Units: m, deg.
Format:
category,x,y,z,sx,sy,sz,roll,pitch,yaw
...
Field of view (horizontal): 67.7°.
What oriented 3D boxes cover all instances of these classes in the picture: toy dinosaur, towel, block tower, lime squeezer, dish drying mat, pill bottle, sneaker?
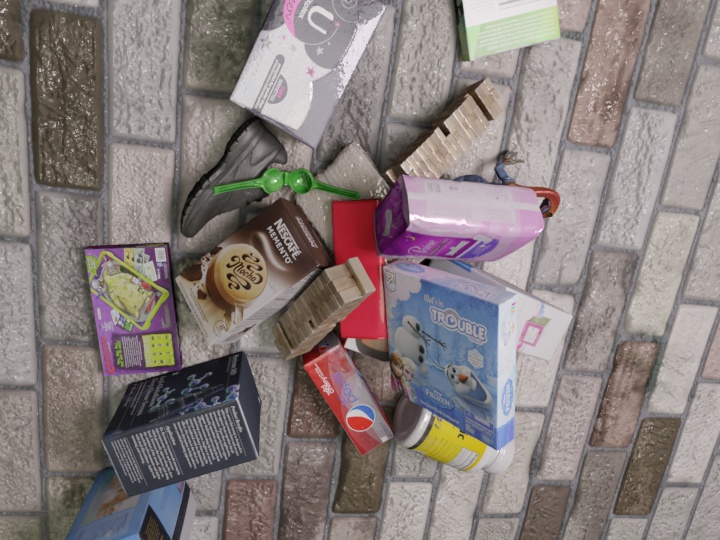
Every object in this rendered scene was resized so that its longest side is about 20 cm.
category,x,y,z,sx,sy,sz,roll,pitch,yaw
toy dinosaur,0.199,-0.096,0.798,0.178,0.200,0.107,7,123,24
towel,0.002,-0.070,0.788,0.132,0.034,0.201,-38,88,16
block tower,-0.061,0.060,0.770,0.200,0.057,0.055,-45,70,43
block tower,0.121,-0.187,0.768,0.200,0.058,0.054,-46,107,-12
lime squeezer,-0.104,-0.116,0.747,0.196,0.071,0.038,1,134,-15
dish drying mat,0.000,0.000,0.774,0.075,0.018,0.204,1,102,21
pill bottle,0.163,0.279,0.924,0.198,0.111,0.112,27,102,-17
sneaker,-0.182,-0.118,0.768,0.090,0.076,0.200,38,101,-26

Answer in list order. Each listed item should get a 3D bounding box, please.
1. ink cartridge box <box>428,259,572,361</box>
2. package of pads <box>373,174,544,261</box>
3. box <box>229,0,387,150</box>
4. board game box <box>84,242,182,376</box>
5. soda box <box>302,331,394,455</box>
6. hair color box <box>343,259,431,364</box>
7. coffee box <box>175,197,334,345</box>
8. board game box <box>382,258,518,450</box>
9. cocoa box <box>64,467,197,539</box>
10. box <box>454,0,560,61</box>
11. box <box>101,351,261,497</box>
category,x,y,z,sx,sy,sz,roll,pitch,yaw
ink cartridge box,0.201,0.055,0.806,0.198,0.144,0.086,21,99,-42
package of pads,0.125,-0.063,0.704,0.196,0.121,0.077,3,69,-18
box,-0.073,-0.285,0.708,0.131,0.115,0.202,26,101,-16
board game box,-0.342,0.060,0.819,0.118,0.032,0.204,-4,107,-12
soda box,-0.021,0.205,0.896,0.069,0.063,0.202,-29,109,0
hair color box,0.053,0.040,0.852,0.100,0.061,0.203,19,104,-6
coffee box,-0.149,0.004,0.769,0.199,0.080,0.114,-35,78,11
board game box,0.114,0.104,0.715,0.043,0.199,0.203,-19,114,-35
cocoa box,-0.351,0.403,0.832,0.131,0.200,0.133,-20,109,-2
box,0.200,-0.415,0.755,0.142,0.036,0.203,-14,108,-5
box,-0.260,0.228,0.820,0.196,0.149,0.109,-15,110,-4
